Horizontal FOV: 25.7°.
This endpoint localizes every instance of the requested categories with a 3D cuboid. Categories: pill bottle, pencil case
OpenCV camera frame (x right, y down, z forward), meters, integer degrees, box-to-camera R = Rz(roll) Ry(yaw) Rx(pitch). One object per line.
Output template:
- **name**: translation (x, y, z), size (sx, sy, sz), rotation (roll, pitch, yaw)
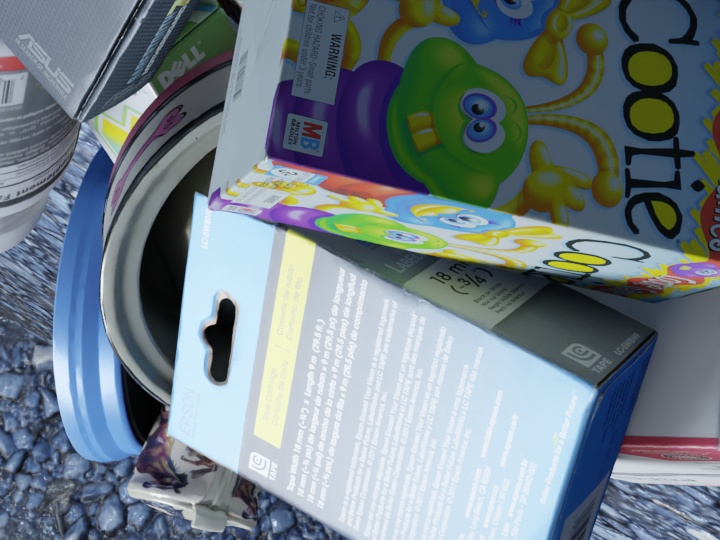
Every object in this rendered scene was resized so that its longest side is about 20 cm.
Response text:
- **pill bottle**: translation (-0.190, -0.096, 0.767), size (0.116, 0.116, 0.200), rotation (31, 145, 1)
- **pencil case**: translation (-0.070, 0.060, 0.938), size (0.078, 0.200, 0.089), rotation (24, 163, -15)

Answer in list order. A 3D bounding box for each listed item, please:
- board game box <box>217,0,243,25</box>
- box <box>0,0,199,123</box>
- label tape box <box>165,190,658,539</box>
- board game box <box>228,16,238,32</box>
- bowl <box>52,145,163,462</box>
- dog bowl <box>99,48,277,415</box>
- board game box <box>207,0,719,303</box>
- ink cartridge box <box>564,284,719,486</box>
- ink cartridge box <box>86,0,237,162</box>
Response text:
- **board game box**: translation (-0.066, -0.164, 0.740), size (0.096, 0.030, 0.200), rotation (46, 171, 27)
- **box**: translation (-0.134, -0.179, 0.609), size (0.200, 0.051, 0.158), rotation (48, 138, 3)
- **label tape box**: translation (0.016, 0.052, 0.704), size (0.200, 0.063, 0.144), rotation (27, 126, 23)
- **board game box**: translation (-0.031, -0.069, 0.961), size (0.147, 0.064, 0.200), rotation (14, 158, 50)
- **bowl**: translation (-0.134, 0.018, 0.961), size (0.039, 0.201, 0.201), rotation (5, 160, 10)
- **dog bowl**: translation (-0.034, -0.022, 0.758), size (0.200, 0.200, 0.074), rotation (44, -169, -39)
- **board game box**: translation (0.055, -0.060, 0.610), size (0.200, 0.105, 0.103), rotation (12, 170, -16)
- **ink cartridge box**: translation (0.160, 0.059, 0.784), size (0.146, 0.083, 0.200), rotation (-4, 166, 37)
- **ink cartridge box**: translation (-0.098, -0.086, 0.829), size (0.104, 0.059, 0.200), rotation (16, 143, 50)
